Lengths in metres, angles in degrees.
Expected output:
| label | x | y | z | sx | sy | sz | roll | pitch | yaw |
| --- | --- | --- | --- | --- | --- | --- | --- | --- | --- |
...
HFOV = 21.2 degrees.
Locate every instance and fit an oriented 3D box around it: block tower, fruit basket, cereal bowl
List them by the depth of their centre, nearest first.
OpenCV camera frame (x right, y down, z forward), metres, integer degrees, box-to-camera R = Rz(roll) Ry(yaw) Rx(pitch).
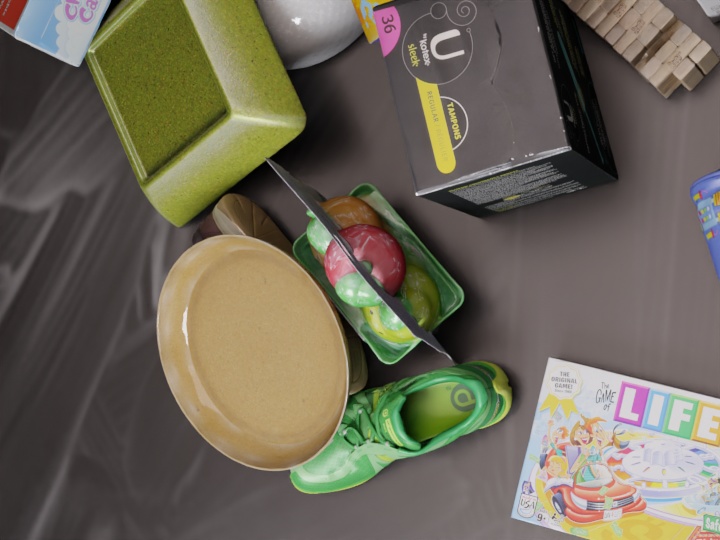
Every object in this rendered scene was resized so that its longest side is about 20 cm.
| label | x | y | z | sx | sy | sz | roll | pitch | yaw |
| --- | --- | --- | --- | --- | --- | --- | --- | --- | --- |
| fruit basket | 0.000 | 0.000 | 1.525 | 0.094 | 0.200 | 0.185 | -42 | 76 | 9 |
| block tower | 0.197 | -0.222 | 1.555 | 0.200 | 0.058 | 0.054 | 45 | 98 | 16 |
| cereal bowl | -0.075 | -0.275 | 1.629 | 0.200 | 0.083 | 0.201 | -1 | 86 | 16 |

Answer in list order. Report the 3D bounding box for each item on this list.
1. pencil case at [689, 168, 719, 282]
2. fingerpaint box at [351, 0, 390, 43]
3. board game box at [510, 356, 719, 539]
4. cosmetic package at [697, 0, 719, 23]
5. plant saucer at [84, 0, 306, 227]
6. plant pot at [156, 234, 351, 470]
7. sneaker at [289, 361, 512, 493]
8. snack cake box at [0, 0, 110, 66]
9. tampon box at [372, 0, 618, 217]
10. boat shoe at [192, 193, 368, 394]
| label | x | y | z | sx | sy | sz | roll | pitch | yaw |
| --- | --- | --- | --- | --- | --- | --- | --- | --- | --- |
| pencil case | 0.323 | 0.010 | 1.488 | 0.087 | 0.078 | 0.200 | -21 | 80 | 15 |
| fingerpaint box | 0.053 | -0.291 | 1.504 | 0.200 | 0.073 | 0.167 | -23 | 90 | 56 |
| board game box | 0.232 | 0.157 | 1.529 | 0.200 | 0.034 | 0.135 | 13 | 90 | 18 |
| cosmetic package | 0.345 | -0.273 | 1.487 | 0.200 | 0.108 | 0.085 | -22 | 81 | 16 |
| plant saucer | -0.155 | -0.162 | 1.615 | 0.200 | 0.048 | 0.200 | -34 | 76 | 42 |
| plant pot | -0.083 | 0.065 | 1.576 | 0.200 | 0.027 | 0.200 | 13 | 112 | 34 |
| sneaker | 0.024 | 0.123 | 1.569 | 0.200 | 0.084 | 0.074 | -25 | 80 | 15 |
| snack cake box | -0.242 | -0.286 | 1.658 | 0.200 | 0.067 | 0.115 | -64 | 29 | 4 |
| tampon box | 0.107 | -0.134 | 1.501 | 0.126 | 0.200 | 0.150 | -16 | 81 | 15 |
| boat shoe | -0.069 | 0.029 | 1.617 | 0.065 | 0.072 | 0.200 | -41 | 81 | 30 |
